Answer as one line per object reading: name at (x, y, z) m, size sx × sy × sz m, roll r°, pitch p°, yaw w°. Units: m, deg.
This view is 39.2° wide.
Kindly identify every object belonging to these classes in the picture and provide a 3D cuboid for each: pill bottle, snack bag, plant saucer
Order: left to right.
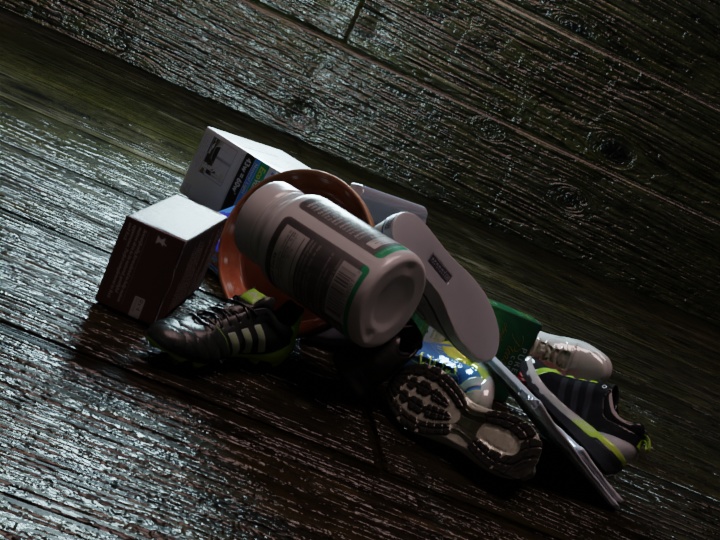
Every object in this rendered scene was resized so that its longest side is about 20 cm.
plant saucer at (-0.073, -0.019, 1.187) m, size 0.200 × 0.201 × 0.032 m, roll 30°, pitch 0°, yaw 22°
pill bottle at (-0.037, -0.012, 1.088) m, size 0.200 × 0.113 × 0.113 m, roll 34°, pitch 14°, yaw 32°
snack bag at (0.212, 0.170, 1.180) m, size 0.200 × 0.021 × 0.189 m, roll 50°, pitch 0°, yaw -27°

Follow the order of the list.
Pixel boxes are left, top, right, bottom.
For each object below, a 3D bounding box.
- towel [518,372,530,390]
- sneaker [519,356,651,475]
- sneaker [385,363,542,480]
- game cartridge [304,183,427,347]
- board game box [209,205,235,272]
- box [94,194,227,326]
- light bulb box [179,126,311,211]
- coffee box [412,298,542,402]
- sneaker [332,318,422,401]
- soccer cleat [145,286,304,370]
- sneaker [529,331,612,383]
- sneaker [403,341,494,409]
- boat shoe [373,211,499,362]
towel at (0.210, 0.140, 1.517) m, size 0.199 × 0.023 × 0.145 m, roll 25°, pitch 9°, yaw -11°
sneaker at (0.274, 0.163, 1.222) m, size 0.200 × 0.083 × 0.072 m, roll 50°, pitch -3°, yaw 43°
sneaker at (0.110, 0.175, 1.093) m, size 0.200 × 0.077 × 0.089 m, roll 31°, pitch -19°, yaw 33°
game cartridge at (0.000, 0.000, 1.246) m, size 0.133 × 0.201 × 0.040 m, roll 15°, pitch 7°, yaw -37°
board game box at (-0.112, -0.051, 1.368) m, size 0.199 × 0.045 × 0.152 m, roll -24°, pitch 37°, yaw -26°
box at (-0.216, -0.016, 1.119) m, size 0.075 × 0.101 × 0.200 m, roll 23°, pitch 11°, yaw -2°
light bulb box at (-0.155, -0.130, 1.692) m, size 0.200 × 0.125 × 0.198 m, roll 34°, pitch 14°, yaw 35°
coffee box at (0.128, 0.087, 1.336) m, size 0.199 × 0.123 × 0.044 m, roll 20°, pitch 9°, yaw -18°
sneaker at (0.033, 0.082, 1.164) m, size 0.076 × 0.091 × 0.200 m, roll 57°, pitch 16°, yaw -12°
soccer cleat at (-0.133, 0.055, 1.016) m, size 0.067 × 0.081 × 0.200 m, roll 32°, pitch 13°, yaw 32°
sneaker at (0.266, 0.124, 1.492) m, size 0.199 × 0.074 × 0.115 m, roll 19°, pitch 6°, yaw 24°
sneaker at (0.093, 0.133, 1.213) m, size 0.105 × 0.076 × 0.200 m, roll 8°, pitch 9°, yaw -8°
boat shoe at (0.079, 0.025, 1.139) m, size 0.200 × 0.072 × 0.066 m, roll 49°, pitch -35°, yaw -16°
